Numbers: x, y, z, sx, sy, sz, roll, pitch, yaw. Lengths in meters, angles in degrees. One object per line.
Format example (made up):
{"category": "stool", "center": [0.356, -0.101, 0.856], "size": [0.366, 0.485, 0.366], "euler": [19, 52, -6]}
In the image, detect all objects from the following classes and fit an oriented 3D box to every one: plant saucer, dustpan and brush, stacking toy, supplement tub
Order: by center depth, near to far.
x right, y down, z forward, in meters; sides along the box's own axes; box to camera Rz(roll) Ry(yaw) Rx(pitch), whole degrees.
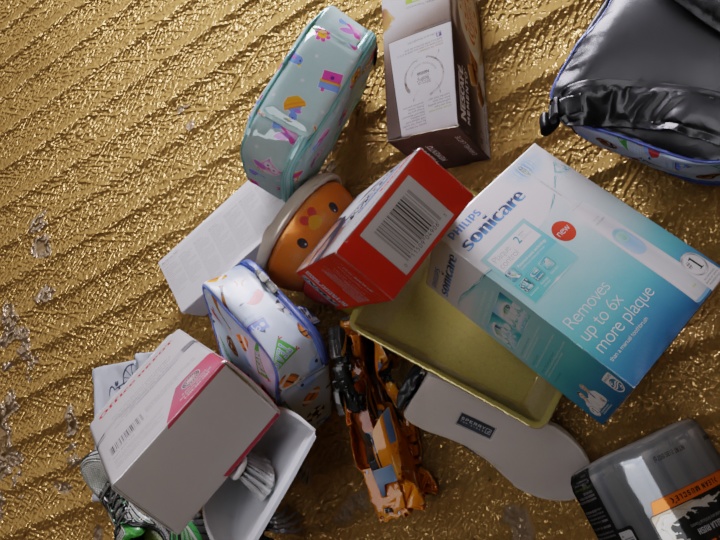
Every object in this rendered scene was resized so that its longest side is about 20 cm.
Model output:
{"category": "supplement tub", "center": [0.270, 0.235, 0.590], "size": [0.122, 0.122, 0.200], "euler": [-33, 68, 19]}
{"category": "plant saucer", "center": [0.122, 0.032, 0.698], "size": [0.199, 0.049, 0.200], "euler": [27, 63, 19]}
{"category": "dustpan and brush", "center": [-0.126, 0.187, 0.732], "size": [0.140, 0.057, 0.200], "euler": [-59, 17, -10]}
{"category": "stacking toy", "center": [0.000, 0.000, 0.794], "size": [0.200, 0.146, 0.146], "euler": [34, 98, 10]}

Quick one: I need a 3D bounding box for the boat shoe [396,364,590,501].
{"category": "boat shoe", "center": [0.131, 0.144, 0.714], "size": [0.200, 0.093, 0.075], "euler": [31, 104, -1]}

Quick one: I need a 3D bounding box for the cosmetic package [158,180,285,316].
{"category": "cosmetic package", "center": [-0.156, -0.035, 0.906], "size": [0.200, 0.051, 0.083], "euler": [-39, 68, 17]}

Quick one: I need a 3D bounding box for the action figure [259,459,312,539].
{"category": "action figure", "center": [-0.106, 0.252, 0.795], "size": [0.102, 0.119, 0.200], "euler": [2, 39, -8]}

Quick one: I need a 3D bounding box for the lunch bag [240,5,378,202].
{"category": "lunch bag", "center": [-0.053, -0.178, 0.806], "size": [0.077, 0.160, 0.200], "euler": [30, 78, 2]}

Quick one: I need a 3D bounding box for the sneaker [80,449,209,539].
{"category": "sneaker", "center": [-0.268, 0.286, 0.872], "size": [0.200, 0.085, 0.078], "euler": [35, 107, 20]}

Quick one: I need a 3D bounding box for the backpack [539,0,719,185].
{"category": "backpack", "center": [0.291, -0.165, 0.635], "size": [0.190, 0.154, 0.200], "euler": [37, 105, 36]}

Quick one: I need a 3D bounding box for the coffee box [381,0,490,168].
{"category": "coffee box", "center": [0.081, -0.222, 0.777], "size": [0.079, 0.114, 0.201], "euler": [-8, 77, 26]}

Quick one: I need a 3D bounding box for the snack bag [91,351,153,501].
{"category": "snack bag", "center": [-0.283, 0.200, 0.949], "size": [0.199, 0.021, 0.189], "euler": [-12, 76, 26]}

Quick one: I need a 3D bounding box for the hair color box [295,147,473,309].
{"category": "hair color box", "center": [0.011, -0.028, 0.648], "size": [0.064, 0.200, 0.111], "euler": [40, 77, -6]}

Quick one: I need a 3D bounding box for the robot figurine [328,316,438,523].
{"category": "robot figurine", "center": [0.021, 0.141, 0.737], "size": [0.058, 0.145, 0.201], "euler": [-18, 81, 13]}

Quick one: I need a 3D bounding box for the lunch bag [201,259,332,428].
{"category": "lunch bag", "center": [-0.100, 0.086, 0.780], "size": [0.075, 0.200, 0.160], "euler": [-31, 56, -25]}

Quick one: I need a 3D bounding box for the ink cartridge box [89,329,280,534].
{"category": "ink cartridge box", "center": [-0.184, 0.150, 0.734], "size": [0.147, 0.083, 0.200], "euler": [-49, 22, -14]}

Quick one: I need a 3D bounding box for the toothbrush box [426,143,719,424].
{"category": "toothbrush box", "center": [0.179, 0.006, 0.631], "size": [0.200, 0.085, 0.146], "euler": [40, 65, 22]}
